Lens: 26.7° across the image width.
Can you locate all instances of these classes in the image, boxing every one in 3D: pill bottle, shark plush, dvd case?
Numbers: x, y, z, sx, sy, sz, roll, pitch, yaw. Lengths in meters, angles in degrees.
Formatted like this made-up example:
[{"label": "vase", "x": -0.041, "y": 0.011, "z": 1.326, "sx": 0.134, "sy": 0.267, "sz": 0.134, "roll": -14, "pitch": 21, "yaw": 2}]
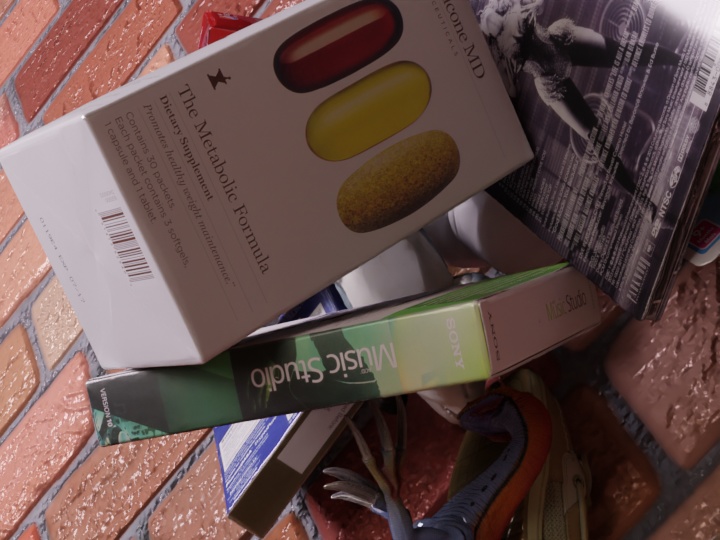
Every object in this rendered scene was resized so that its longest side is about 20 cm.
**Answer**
[{"label": "pill bottle", "x": 0.048, "y": -0.073, "z": 0.874, "sx": 0.110, "sy": 0.109, "sz": 0.200, "roll": -55, "pitch": 38, "yaw": 6}, {"label": "shark plush", "x": 0.000, "y": 0.000, "z": 0.818, "sx": 0.091, "sy": 0.200, "sz": 0.083, "roll": -45, "pitch": -4, "yaw": -4}, {"label": "dvd case", "x": 0.095, "y": -0.091, "z": 0.693, "sx": 0.200, "sy": 0.016, "sz": 0.150, "roll": 45, "pitch": 129, "yaw": 47}]

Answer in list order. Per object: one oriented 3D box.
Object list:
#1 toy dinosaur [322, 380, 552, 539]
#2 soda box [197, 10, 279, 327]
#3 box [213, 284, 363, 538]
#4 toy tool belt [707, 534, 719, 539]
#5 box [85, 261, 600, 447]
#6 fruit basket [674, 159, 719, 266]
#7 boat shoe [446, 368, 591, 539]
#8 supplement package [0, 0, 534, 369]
[{"label": "toy dinosaur", "x": 0.031, "y": 0.145, "z": 0.720, "sx": 0.181, "sy": 0.201, "sz": 0.105, "roll": -32, "pitch": 9, "yaw": -7}, {"label": "soda box", "x": -0.073, "y": -0.045, "z": 0.890, "sx": 0.063, "sy": 0.069, "sz": 0.202, "roll": -116, "pitch": 35, "yaw": -71}, {"label": "box", "x": -0.045, "y": 0.065, "z": 0.919, "sx": 0.122, "sy": 0.032, "sz": 0.200, "roll": -54, "pitch": 19, "yaw": 8}, {"label": "toy tool belt", "x": 0.163, "y": 0.192, "z": 0.564, "sx": 0.123, "sy": 0.124, "sz": 0.202, "roll": -27, "pitch": 48, "yaw": 46}, {"label": "box", "x": -0.005, "y": 0.037, "z": 0.694, "sx": 0.198, "sy": 0.144, "sz": 0.037, "roll": -14, "pitch": 91, "yaw": 28}, {"label": "fruit basket", "x": 0.164, "y": -0.098, "z": 0.730, "sx": 0.185, "sy": 0.094, "sz": 0.200, "roll": -36, "pitch": 43, "yaw": -12}, {"label": "boat shoe", "x": 0.087, "y": 0.143, "z": 0.743, "sx": 0.073, "sy": 0.063, "sz": 0.202, "roll": -45, "pitch": 32, "yaw": 39}, {"label": "supplement package", "x": -0.040, "y": -0.053, "z": 0.686, "sx": 0.199, "sy": 0.115, "sz": 0.109, "roll": -32, "pitch": 13, "yaw": -30}]
